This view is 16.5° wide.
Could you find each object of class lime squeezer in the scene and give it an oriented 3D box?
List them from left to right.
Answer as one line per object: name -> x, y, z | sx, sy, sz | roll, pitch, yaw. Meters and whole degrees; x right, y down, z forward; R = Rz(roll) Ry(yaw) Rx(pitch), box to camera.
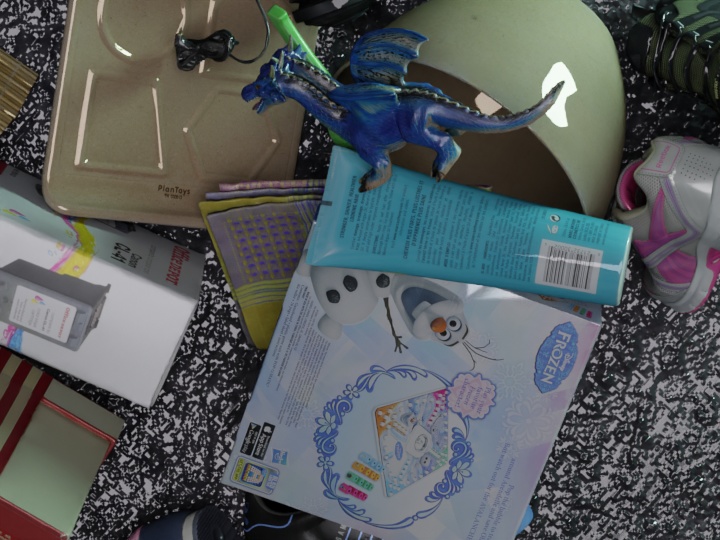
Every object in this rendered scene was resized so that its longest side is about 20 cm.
lime squeezer -> -0.016, -0.087, 1.622 | 0.070, 0.200, 0.038 | 16, 60, 22

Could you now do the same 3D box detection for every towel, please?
towel -> 0.000, 0.000, 1.658 | 0.199, 0.023, 0.144 | 0, 130, 16

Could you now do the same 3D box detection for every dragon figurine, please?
dragon figurine -> 0.018, -0.106, 1.508 | 0.100, 0.199, 0.059 | 53, 48, -31

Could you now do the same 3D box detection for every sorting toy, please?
sorting toy -> -0.119, -0.131, 1.659 | 0.184, 0.036, 0.201 | 5, 95, -31

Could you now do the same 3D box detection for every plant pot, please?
plant pot -> 0.097, -0.113, 1.638 | 0.200, 0.200, 0.135 | 40, 63, -7

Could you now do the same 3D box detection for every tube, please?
tube -> 0.070, -0.022, 1.558 | 0.199, 0.050, 0.078 | 12, 78, 8

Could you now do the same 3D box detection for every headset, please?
headset -> -0.047, -0.208, 1.641 | 0.124, 0.094, 0.200 | 48, 58, -21

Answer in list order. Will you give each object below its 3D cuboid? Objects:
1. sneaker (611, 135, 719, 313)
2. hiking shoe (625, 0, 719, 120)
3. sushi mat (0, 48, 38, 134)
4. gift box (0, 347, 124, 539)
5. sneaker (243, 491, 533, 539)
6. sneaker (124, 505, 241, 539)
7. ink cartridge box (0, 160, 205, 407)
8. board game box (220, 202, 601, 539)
sneaker -> 0.210, -0.040, 1.644 | 0.088, 0.200, 0.082 | 26, 67, 6
hiking shoe -> 0.225, -0.130, 1.625 | 0.100, 0.200, 0.076 | 0, 112, 1
sushi mat -> -0.315, -0.157, 1.655 | 0.200, 0.096, 0.012 | 36, 135, -6
gift box -> -0.287, 0.154, 1.647 | 0.184, 0.187, 0.200 | 36, 114, -8
sneaker -> 0.017, 0.165, 1.715 | 0.199, 0.070, 0.078 | -13, 105, 0
sneaker -> -0.106, 0.261, 1.735 | 0.082, 0.070, 0.201 | -13, 102, 25
ink cartridge box -> -0.209, 0.000, 1.642 | 0.199, 0.148, 0.086 | 23, 101, -6
board game box -> 0.032, 0.081, 1.632 | 0.198, 0.043, 0.201 | 20, 111, -1
